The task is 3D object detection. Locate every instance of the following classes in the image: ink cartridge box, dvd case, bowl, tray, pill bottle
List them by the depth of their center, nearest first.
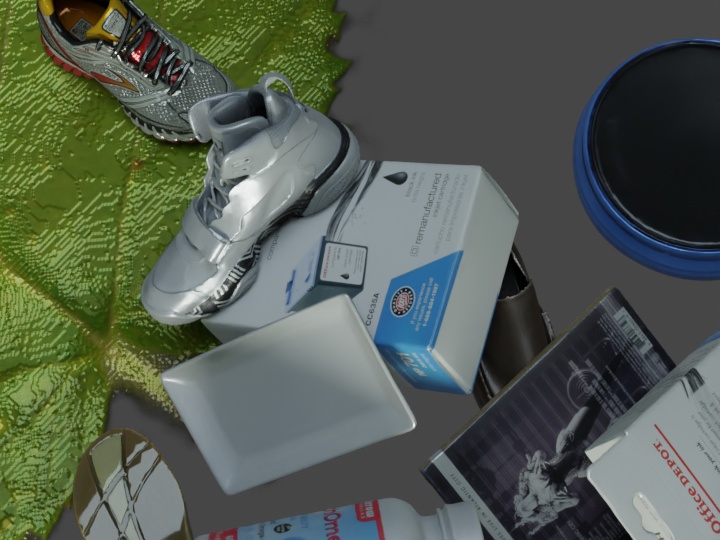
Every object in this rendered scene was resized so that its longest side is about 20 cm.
[{"bbox_3d":[-0.012,0.217,1.119,0.197,0.109,0.110,-11,68,-2],"label":"pill bottle"},{"bbox_3d":[0.242,0.132,1.157,0.199,0.068,0.116,-36,88,-26],"label":"ink cartridge box"},{"bbox_3d":[-0.052,0.089,1.175,0.022,0.199,0.108,-35,99,-51],"label":"tray"},{"bbox_3d":[0.159,0.133,1.193,0.200,0.016,0.149,-42,100,-14],"label":"dvd case"},{"bbox_3d":[0.000,0.000,1.213,0.198,0.086,0.148,5,67,30],"label":"ink cartridge box"},{"bbox_3d":[0.268,-0.093,1.298,0.198,0.039,0.203,-1,69,3],"label":"bowl"}]

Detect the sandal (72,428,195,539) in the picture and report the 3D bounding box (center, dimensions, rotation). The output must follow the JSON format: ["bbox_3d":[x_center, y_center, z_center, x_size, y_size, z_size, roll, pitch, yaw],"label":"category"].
[{"bbox_3d":[-0.145,0.212,1.197,0.080,0.054,0.201,-33,85,-14],"label":"sandal"}]

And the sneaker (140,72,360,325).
[{"bbox_3d":[-0.100,-0.055,1.172,0.200,0.115,0.075,-42,50,4],"label":"sneaker"}]

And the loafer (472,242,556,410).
[{"bbox_3d":[0.106,0.042,1.236,0.072,0.071,0.202,-21,69,-5],"label":"loafer"}]

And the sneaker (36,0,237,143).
[{"bbox_3d":[-0.187,-0.172,1.331,0.199,0.082,0.078,29,72,13],"label":"sneaker"}]
